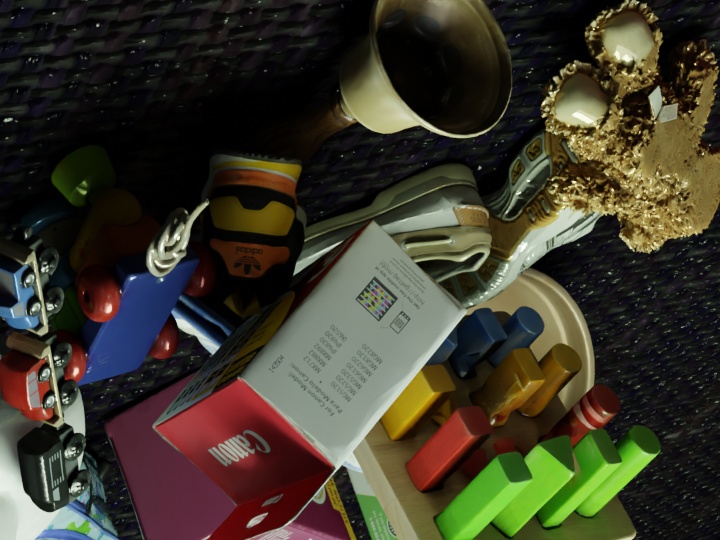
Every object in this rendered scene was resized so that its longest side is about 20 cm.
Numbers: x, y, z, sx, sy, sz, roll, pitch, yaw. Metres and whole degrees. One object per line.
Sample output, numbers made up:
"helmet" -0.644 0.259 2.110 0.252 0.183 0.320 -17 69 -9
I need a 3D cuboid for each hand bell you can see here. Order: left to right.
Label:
"hand bell" -0.011 -0.097 1.354 0.104 0.105 0.200 0 163 -39

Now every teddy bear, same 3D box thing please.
"teddy bear" 0.175 -0.094 1.462 0.067 0.146 0.200 20 179 37

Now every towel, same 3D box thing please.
"towel" -0.067 0.079 1.612 0.024 0.147 0.200 -51 156 -7

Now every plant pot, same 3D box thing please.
"plant pot" 0.075 0.083 1.734 0.200 0.202 0.093 -5 -165 -32

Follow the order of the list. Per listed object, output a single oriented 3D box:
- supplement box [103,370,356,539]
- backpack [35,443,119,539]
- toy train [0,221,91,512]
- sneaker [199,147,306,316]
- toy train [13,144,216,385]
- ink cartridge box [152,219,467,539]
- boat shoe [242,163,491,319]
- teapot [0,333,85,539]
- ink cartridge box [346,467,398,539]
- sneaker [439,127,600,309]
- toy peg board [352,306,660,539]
"supplement box" -0.101 0.173 1.797 0.103 0.132 0.200 -28 157 15
"backpack" -0.282 0.196 1.678 0.182 0.148 0.200 -23 155 2
"toy train" -0.193 0.061 1.324 0.046 0.034 0.201 -38 136 -40
"sneaker" -0.072 -0.011 1.412 0.069 0.091 0.200 8 166 0
"toy train" -0.144 -0.028 1.339 0.084 0.116 0.200 -15 153 -35
"ink cartridge box" -0.049 0.078 1.381 0.176 0.084 0.200 -50 -173 -23
"boat shoe" 0.000 0.000 1.567 0.199 0.069 0.075 -30 155 22
"teapot" -0.272 0.134 1.458 0.196 0.147 0.200 10 -156 18
"ink cartridge box" 0.094 0.153 1.889 0.199 0.147 0.084 -28 157 21
"sneaker" 0.122 -0.030 1.593 0.087 0.076 0.200 -2 153 -42
"toy peg board" 0.097 0.098 1.552 0.199 0.200 0.098 -5 147 -42
